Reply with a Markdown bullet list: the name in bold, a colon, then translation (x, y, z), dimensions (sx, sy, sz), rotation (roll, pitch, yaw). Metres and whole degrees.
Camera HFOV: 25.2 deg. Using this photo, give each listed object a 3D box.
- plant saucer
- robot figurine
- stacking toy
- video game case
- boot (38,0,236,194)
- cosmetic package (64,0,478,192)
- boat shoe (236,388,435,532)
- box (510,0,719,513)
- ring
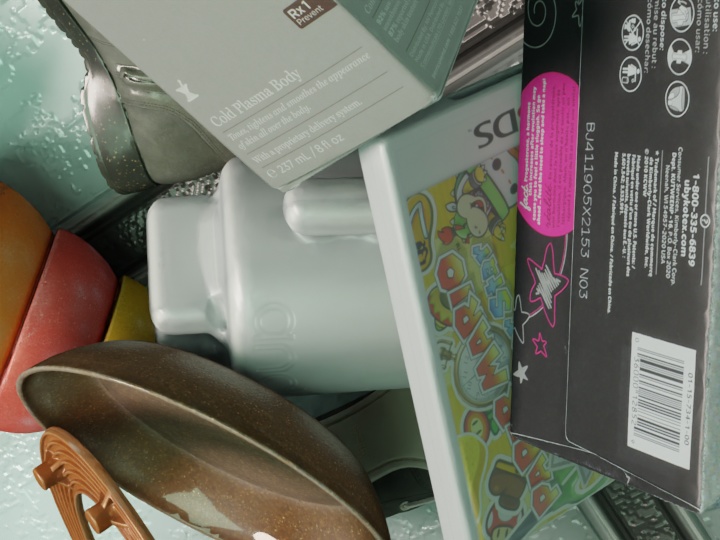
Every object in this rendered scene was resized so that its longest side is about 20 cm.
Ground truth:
- **plant saucer**: translation (-0.068, 0.086, 0.769), dimensions (0.199, 0.037, 0.201), rotation (22, 155, 10)
- **robot figurine**: translation (0.000, 0.000, 0.759), dimensions (0.197, 0.170, 0.114), rotation (-4, 71, -4)
- **stacking toy**: translation (-0.148, 0.042, 0.851), dimensions (0.198, 0.147, 0.147), rotation (22, 119, -9)
- **video game case**: translation (0.091, 0.005, 0.721), dimensions (0.023, 0.181, 0.202), rotation (14, 123, 51)
- **boot**: translation (-0.083, -0.134, 0.780), dimensions (0.129, 0.068, 0.202), rotation (-9, 117, 17)
- **cosmetic package**: translation (-0.058, -0.136, 0.607), dimensions (0.199, 0.091, 0.106), rotation (38, 141, -23)
- **boat shoe**: translation (0.027, 0.090, 0.847), dimensions (0.198, 0.057, 0.068), rotation (-22, 71, 21)
- **box**: translation (0.145, -0.021, 0.654), dimensions (0.132, 0.114, 0.203), rotation (16, 108, 59)
- **ring**: translation (-0.109, 0.168, 0.790), dimensions (0.200, 0.019, 0.202), rotation (46, 153, 31)
